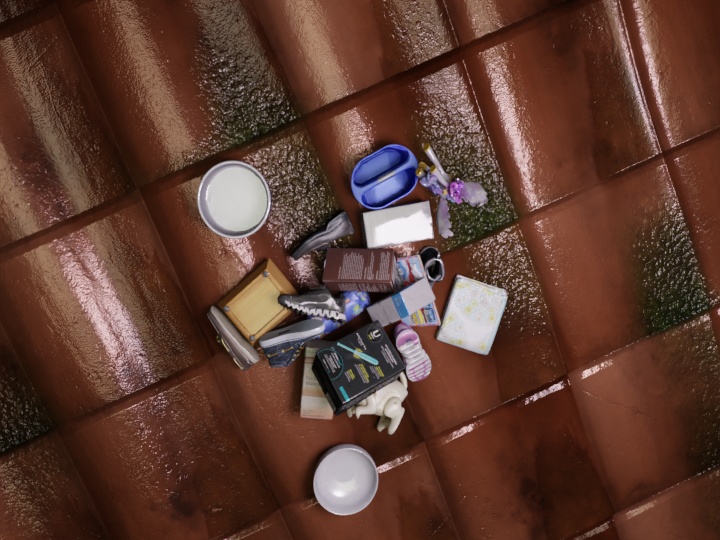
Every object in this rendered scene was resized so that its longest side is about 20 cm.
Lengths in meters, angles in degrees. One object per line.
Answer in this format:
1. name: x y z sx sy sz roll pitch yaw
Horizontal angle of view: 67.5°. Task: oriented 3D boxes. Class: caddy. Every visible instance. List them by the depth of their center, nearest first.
1. caddy: 0.065 -0.257 1.481 0.196 0.105 0.144 -29 100 -1

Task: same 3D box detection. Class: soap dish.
1. soap dish: -0.280 0.093 1.507 0.199 0.081 0.158 -40 99 2

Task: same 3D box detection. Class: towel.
1. towel: 0.329 0.131 1.591 0.166 0.048 0.206 18 96 -4

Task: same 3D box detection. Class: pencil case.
1. pencil case: -0.064 0.116 1.530 0.197 0.087 0.079 -33 59 -2

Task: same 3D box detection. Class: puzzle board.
1. puzzle board: 0.139 0.062 1.521 0.017 0.148 0.206 -26 101 -40

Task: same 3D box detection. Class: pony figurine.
1. pony figurine: 0.233 -0.218 1.445 0.165 0.197 0.198 -36 128 25

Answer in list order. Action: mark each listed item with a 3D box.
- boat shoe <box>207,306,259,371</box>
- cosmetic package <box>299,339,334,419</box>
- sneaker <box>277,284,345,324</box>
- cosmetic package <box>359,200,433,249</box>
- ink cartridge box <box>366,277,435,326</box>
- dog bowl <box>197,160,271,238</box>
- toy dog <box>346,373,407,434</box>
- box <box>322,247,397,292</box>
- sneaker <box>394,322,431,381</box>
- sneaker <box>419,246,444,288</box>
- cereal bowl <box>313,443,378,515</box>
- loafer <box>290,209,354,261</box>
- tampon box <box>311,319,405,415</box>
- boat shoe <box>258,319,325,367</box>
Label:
1. boat shoe: -0.369 0.193 1.518 0.059 0.072 0.201 -38 98 8
2. cosmetic package: -0.118 0.311 1.549 0.100 0.087 0.208 4 97 -5
3. sneaker: -0.126 0.079 1.461 0.194 0.066 0.094 14 76 -9
4. cosmetic package: 0.101 -0.129 1.515 0.193 0.090 0.111 -9 99 -7
5. ink cartridge box: 0.098 0.097 1.482 0.114 0.198 0.068 -26 88 -39
6. dog bowl: -0.339 -0.193 1.465 0.193 0.079 0.208 -1 98 -6
7. toy dog: 0.033 0.345 1.546 0.197 0.139 0.197 34 80 -9
8. box: 0.000 0.000 1.480 0.193 0.075 0.103 3 65 12
9. sneaker: 0.147 0.233 1.573 0.078 0.089 0.204 -24 121 -3
10. sneaker: 0.182 0.035 1.528 0.073 0.114 0.206 15 95 -9
11. cereal bowl: -0.045 0.607 1.597 0.193 0.083 0.208 -1 98 -5
12. loafer: -0.105 -0.082 1.508 0.197 0.073 0.073 -36 104 1
13. tampon box: -0.009 0.257 1.430 0.196 0.127 0.152 -24 71 -23
14. boat shoe: -0.177 0.201 1.480 0.194 0.071 0.093 -16 109 14
